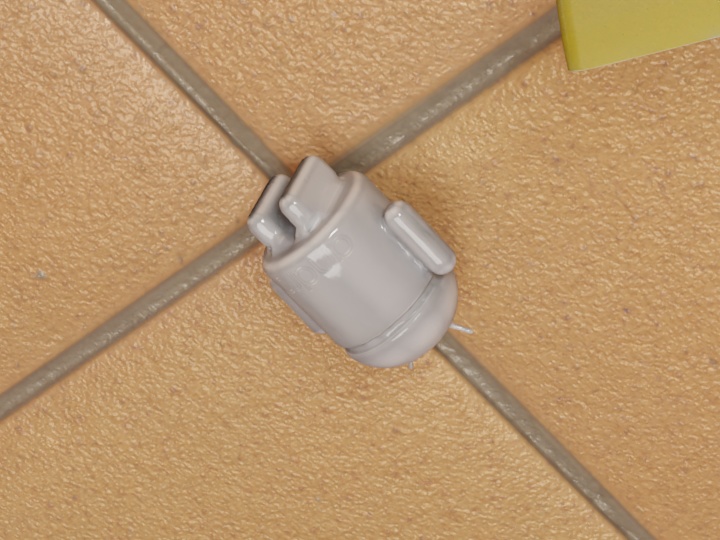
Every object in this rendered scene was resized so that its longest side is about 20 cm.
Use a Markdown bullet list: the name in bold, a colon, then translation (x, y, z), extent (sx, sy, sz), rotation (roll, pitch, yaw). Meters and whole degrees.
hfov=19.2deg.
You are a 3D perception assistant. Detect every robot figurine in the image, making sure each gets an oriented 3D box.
- **robot figurine**: translation (0.000, 0.000, 1.726), extent (0.200, 0.113, 0.170), rotation (44, 138, -18)

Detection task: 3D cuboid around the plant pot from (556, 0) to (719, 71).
- **plant pot**: translation (0.225, -0.269, 1.440), extent (0.200, 0.200, 0.177), rotation (-12, 111, 21)
